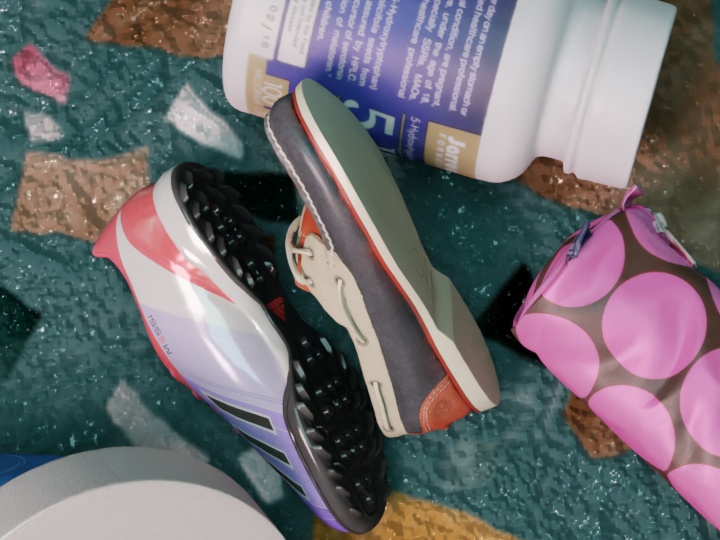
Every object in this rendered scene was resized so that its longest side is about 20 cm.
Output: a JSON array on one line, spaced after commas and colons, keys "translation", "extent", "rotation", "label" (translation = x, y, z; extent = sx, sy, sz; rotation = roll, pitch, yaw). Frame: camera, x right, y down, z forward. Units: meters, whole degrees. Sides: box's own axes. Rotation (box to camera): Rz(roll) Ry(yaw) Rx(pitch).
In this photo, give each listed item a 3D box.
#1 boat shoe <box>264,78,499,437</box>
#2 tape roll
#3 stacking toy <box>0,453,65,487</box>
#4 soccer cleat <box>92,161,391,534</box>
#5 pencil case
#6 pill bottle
[{"translation": [0.000, 0.000, 1.023], "extent": [0.062, 0.071, 0.201], "rotation": [-19, 125, 17], "label": "boat shoe"}, {"translation": [-0.120, 0.179, 1.008], "extent": [0.201, 0.037, 0.205], "rotation": [-12, 119, -23], "label": "tape roll"}, {"translation": [-0.190, 0.192, 1.054], "extent": [0.109, 0.116, 0.202], "rotation": [0, 98, 7], "label": "stacking toy"}, {"translation": [-0.057, 0.047, 1.072], "extent": [0.073, 0.068, 0.201], "rotation": [-32, 89, 28], "label": "soccer cleat"}, {"translation": [0.167, 0.058, 1.035], "extent": [0.200, 0.091, 0.094], "rotation": [44, 89, 5], "label": "pencil case"}, {"translation": [0.044, -0.109, 1.043], "extent": [0.198, 0.120, 0.121], "rotation": [16, 86, 7], "label": "pill bottle"}]
